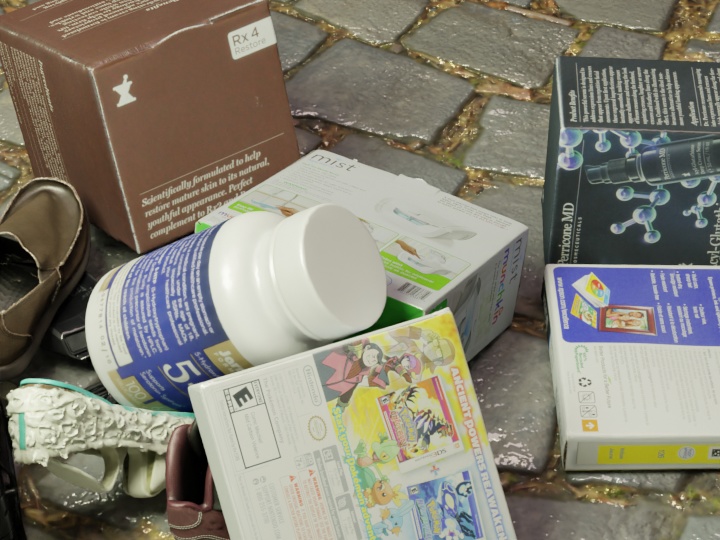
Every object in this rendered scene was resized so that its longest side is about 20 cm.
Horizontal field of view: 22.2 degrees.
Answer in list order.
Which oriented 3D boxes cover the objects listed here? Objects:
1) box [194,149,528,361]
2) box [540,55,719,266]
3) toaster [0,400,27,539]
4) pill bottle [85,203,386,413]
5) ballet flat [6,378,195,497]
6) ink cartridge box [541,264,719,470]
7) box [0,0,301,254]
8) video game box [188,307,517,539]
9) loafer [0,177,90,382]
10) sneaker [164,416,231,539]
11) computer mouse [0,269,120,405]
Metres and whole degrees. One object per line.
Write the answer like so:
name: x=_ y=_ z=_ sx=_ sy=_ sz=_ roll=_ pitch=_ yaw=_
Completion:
box: x=0.000 y=0.000 z=1.410 sx=0.200 sy=0.097 sz=0.176 roll=21 pitch=31 yaw=23
box: x=0.253 y=-0.083 z=1.497 sx=0.199 sy=0.149 sz=0.107 roll=2 pitch=39 yaw=2
toaster: x=-0.293 y=0.121 z=1.225 sx=0.118 sy=0.181 sz=0.200 roll=-13 pitch=42 yaw=-8
pill bottle: x=-0.086 y=0.026 z=1.289 sx=0.200 sy=0.120 sz=0.120 roll=-21 pitch=26 yaw=36
ballet flat: x=-0.168 y=0.124 z=1.270 sx=0.200 sy=0.072 sz=0.072 roll=20 pitch=19 yaw=-48
ink cartridge box: x=0.245 y=0.070 z=1.398 sx=0.199 sy=0.047 sz=0.198 roll=2 pitch=38 yaw=-1
box: x=-0.176 y=-0.140 z=1.510 sx=0.166 sy=0.165 sz=0.200 roll=-25 pitch=30 yaw=-25
video game box: x=0.000 y=0.144 z=1.204 sx=0.182 sy=0.201 sz=0.047 roll=-15 pitch=0 yaw=-17
loafer: x=-0.252 y=-0.006 z=1.388 sx=0.073 sy=0.071 sz=0.200 roll=7 pitch=45 yaw=2
sneaker: x=-0.070 y=0.122 z=1.262 sx=0.075 sy=0.116 sz=0.200 roll=2 pitch=37 yaw=30
computer mouse: x=-0.238 y=0.055 z=1.412 sx=0.200 sy=0.046 sz=0.140 roll=29 pitch=51 yaw=22
